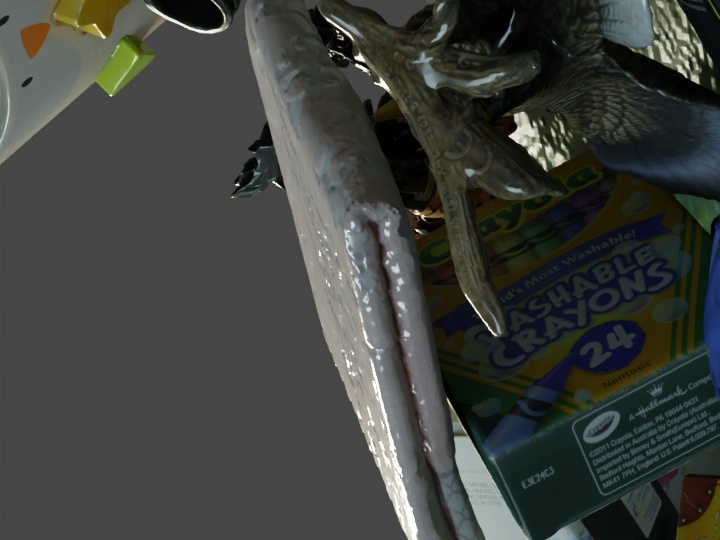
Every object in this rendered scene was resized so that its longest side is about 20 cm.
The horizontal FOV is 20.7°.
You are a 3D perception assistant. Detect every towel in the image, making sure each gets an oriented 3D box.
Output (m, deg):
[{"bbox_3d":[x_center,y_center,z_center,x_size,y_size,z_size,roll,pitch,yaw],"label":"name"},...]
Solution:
[{"bbox_3d":[0.000,0.000,0.815,0.200,0.032,0.192,-116,10,-55],"label":"towel"}]

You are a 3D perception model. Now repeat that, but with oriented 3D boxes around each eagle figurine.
[{"bbox_3d":[0.071,-0.083,0.731,0.150,0.199,0.153,19,115,33],"label":"eagle figurine"}]

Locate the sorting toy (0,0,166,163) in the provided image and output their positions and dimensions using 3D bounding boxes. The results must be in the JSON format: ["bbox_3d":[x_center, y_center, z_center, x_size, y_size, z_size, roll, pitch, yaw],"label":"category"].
[{"bbox_3d":[-0.153,-0.133,0.924,0.106,0.180,0.201,21,148,27],"label":"sorting toy"}]

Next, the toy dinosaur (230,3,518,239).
[{"bbox_3d":[0.023,-0.065,0.949,0.135,0.103,0.200,25,134,-9],"label":"toy dinosaur"}]

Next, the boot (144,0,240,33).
[{"bbox_3d":[-0.097,-0.203,0.811,0.200,0.131,0.068,44,151,-11],"label":"boot"}]

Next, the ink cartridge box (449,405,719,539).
[{"bbox_3d":[0.121,0.095,0.980,0.082,0.146,0.201,-2,133,47],"label":"ink cartridge box"}]

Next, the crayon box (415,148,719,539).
[{"bbox_3d":[0.087,0.016,0.838,0.052,0.125,0.200,63,178,-30],"label":"crayon box"}]

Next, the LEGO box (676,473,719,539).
[{"bbox_3d":[0.263,0.143,0.895,0.148,0.078,0.199,14,169,-39],"label":"LEGO box"}]

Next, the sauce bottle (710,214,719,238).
[{"bbox_3d":[0.186,0.074,0.839,0.064,0.202,0.065,-2,169,0],"label":"sauce bottle"}]

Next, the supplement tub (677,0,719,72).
[{"bbox_3d":[0.146,-0.136,0.646,0.122,0.123,0.200,-3,133,49],"label":"supplement tub"}]

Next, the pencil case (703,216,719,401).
[{"bbox_3d":[0.221,0.002,0.706,0.078,0.198,0.088,-107,12,-82],"label":"pencil case"}]
